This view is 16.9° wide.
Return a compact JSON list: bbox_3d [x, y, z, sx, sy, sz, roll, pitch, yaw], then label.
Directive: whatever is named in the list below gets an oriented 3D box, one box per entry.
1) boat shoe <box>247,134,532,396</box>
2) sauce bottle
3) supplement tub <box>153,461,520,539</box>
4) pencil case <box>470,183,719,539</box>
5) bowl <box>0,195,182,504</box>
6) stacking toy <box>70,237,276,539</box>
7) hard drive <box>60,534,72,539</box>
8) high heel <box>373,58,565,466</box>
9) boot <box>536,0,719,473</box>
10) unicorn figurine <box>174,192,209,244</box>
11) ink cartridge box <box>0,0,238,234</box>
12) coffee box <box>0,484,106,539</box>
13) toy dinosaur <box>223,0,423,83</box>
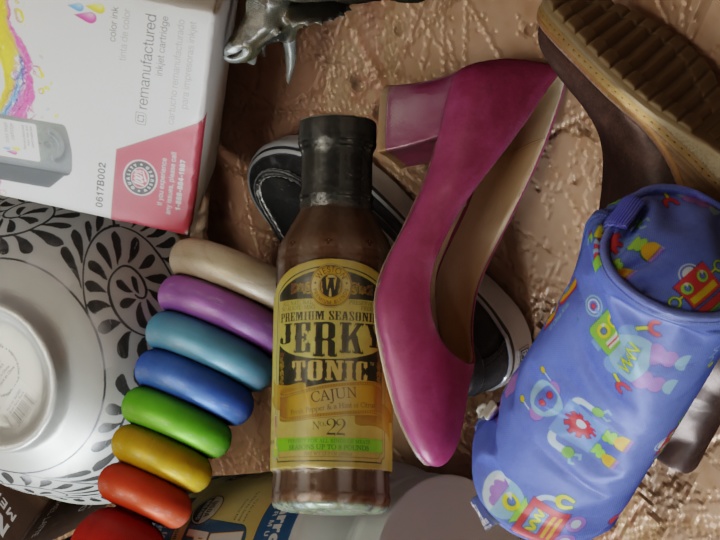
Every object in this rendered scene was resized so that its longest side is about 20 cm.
[{"bbox_3d":[0.000,0.000,1.300,0.200,0.068,0.072,43,130,23],"label":"boat shoe"},{"bbox_3d":[-0.015,0.023,1.233,0.064,0.064,0.202,-9,79,45],"label":"sauce bottle"},{"bbox_3d":[-0.020,0.179,1.331,0.199,0.144,0.146,-11,98,45],"label":"supplement tub"},{"bbox_3d":[0.113,0.047,1.126,0.087,0.078,0.201,32,137,6],"label":"pencil case"},{"bbox_3d":[-0.188,0.050,1.385,0.199,0.094,0.202,6,104,24],"label":"bowl"},{"bbox_3d":[-0.099,0.088,1.319,0.085,0.085,0.201,14,78,39],"label":"stacking toy"},{"bbox_3d":[-0.184,0.240,1.471,0.033,0.199,0.141,4,108,43],"label":"hard drive"},{"bbox_3d":[0.061,-0.005,1.209,0.095,0.067,0.202,-7,72,23],"label":"high heel"},{"bbox_3d":[0.128,-0.018,1.168,0.200,0.072,0.167,45,129,17],"label":"boot"},{"bbox_3d":[-0.162,-0.040,1.448,0.199,0.074,0.139,1,106,26],"label":"unicorn figurine"},{"bbox_3d":[-0.173,-0.117,1.321,0.198,0.086,0.148,10,125,2],"label":"ink cartridge box"},{"bbox_3d":[-0.228,0.063,1.532,0.200,0.079,0.115,53,133,16],"label":"coffee box"},{"bbox_3d":[-0.001,-0.163,1.237,0.199,0.102,0.078,-12,72,34],"label":"toy dinosaur"}]
